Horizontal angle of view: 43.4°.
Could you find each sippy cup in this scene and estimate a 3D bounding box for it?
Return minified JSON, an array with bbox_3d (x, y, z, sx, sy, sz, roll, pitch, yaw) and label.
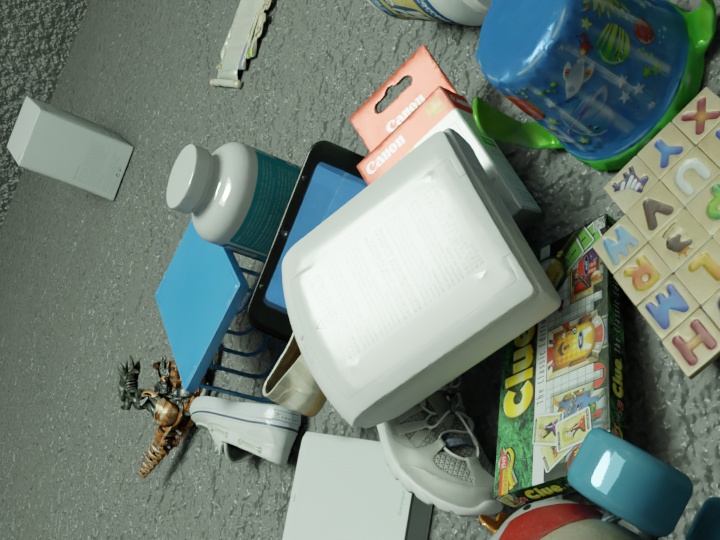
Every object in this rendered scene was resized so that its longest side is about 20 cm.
[{"bbox_3d":[0.162,-0.161,0.675,0.179,0.129,0.140,-60,34,17],"label":"sippy cup"}]

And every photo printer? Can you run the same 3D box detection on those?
[{"bbox_3d":[0.033,0.013,0.703,0.199,0.069,0.168,-37,63,19],"label":"photo printer"}]

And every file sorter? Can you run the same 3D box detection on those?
[{"bbox_3d":[-0.144,0.039,1.060,0.140,0.121,0.200,-60,33,18],"label":"file sorter"}]

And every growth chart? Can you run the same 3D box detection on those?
[{"bbox_3d":[-0.182,-0.381,1.438,0.144,0.018,0.202,32,102,58],"label":"growth chart"}]

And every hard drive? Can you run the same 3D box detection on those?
[{"bbox_3d":[-0.007,0.224,0.840,0.199,0.026,0.134,-9,67,57],"label":"hard drive"}]

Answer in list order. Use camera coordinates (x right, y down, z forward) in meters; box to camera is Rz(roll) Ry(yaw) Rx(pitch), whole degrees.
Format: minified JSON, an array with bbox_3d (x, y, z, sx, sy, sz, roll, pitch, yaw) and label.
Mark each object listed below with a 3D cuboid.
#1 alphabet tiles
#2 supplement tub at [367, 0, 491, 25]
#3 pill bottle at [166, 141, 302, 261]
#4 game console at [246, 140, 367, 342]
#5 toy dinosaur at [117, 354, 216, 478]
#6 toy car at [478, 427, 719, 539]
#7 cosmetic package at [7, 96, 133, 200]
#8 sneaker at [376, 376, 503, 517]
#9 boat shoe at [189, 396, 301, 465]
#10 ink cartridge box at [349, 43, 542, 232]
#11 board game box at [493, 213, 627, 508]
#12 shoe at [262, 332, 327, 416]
[{"bbox_3d":[0.239,-0.032,0.579,0.166,0.006,0.201,-46,39,20],"label":"alphabet tiles"},{"bbox_3d":[0.086,-0.310,0.858,0.200,0.143,0.146,32,101,58],"label":"supplement tub"},{"bbox_3d":[-0.106,-0.070,0.982,0.110,0.198,0.112,-32,49,45],"label":"pill bottle"},{"bbox_3d":[0.000,0.000,0.860,0.176,0.115,0.202,32,102,58],"label":"game console"},{"bbox_3d":[-0.259,0.173,1.209,0.135,0.102,0.201,24,73,42],"label":"toy dinosaur"},{"bbox_3d":[0.118,0.189,0.545,0.186,0.176,0.200,-61,19,-3],"label":"toy car"},{"bbox_3d":[-0.594,-0.252,1.845,0.199,0.198,0.124,33,102,57],"label":"cosmetic package"},{"bbox_3d":[0.053,0.112,0.732,0.200,0.074,0.083,50,126,42],"label":"sneaker"},{"bbox_3d":[-0.143,0.184,1.028,0.199,0.073,0.068,-11,63,55],"label":"boat shoe"},{"bbox_3d":[0.059,-0.097,0.795,0.109,0.050,0.201,-41,67,25],"label":"ink cartridge box"},{"bbox_3d":[0.144,0.062,0.654,0.104,0.023,0.202,-36,35,45],"label":"board game box"},{"bbox_3d":[-0.027,0.047,0.807,0.202,0.053,0.070,-62,20,23],"label":"shoe"}]
